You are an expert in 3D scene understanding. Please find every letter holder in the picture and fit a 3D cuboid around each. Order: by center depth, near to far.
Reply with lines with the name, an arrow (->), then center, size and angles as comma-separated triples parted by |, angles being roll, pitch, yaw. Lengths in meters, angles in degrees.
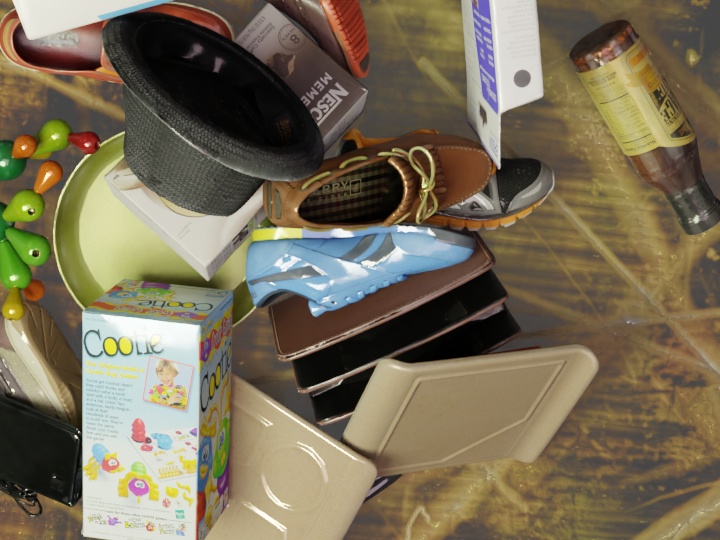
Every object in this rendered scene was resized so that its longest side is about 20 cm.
letter holder -> 0.033, 0.054, 1.361 | 0.200, 0.142, 0.101 | -25, 108, 1

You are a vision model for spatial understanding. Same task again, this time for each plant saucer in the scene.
plant saucer -> -0.167, -0.033, 1.372 | 0.199, 0.031, 0.201 | -2, 106, -7

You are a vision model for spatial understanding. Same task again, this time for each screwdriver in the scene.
screwdriver -> -0.048, 0.235, 1.459 | 0.200, 0.029, 0.028 | -34, 106, -2

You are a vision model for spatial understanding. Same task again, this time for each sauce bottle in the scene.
sauce bottle -> 0.257, -0.123, 1.380 | 0.066, 0.066, 0.200 | -34, 109, 4

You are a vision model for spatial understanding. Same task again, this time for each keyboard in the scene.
keyboard -> -0.324, 0.144, 1.377 | 0.200, 0.040, 0.104 | 20, 115, 18

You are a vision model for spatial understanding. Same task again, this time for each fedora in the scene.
fedora -> -0.127, -0.109, 1.192 | 0.200, 0.201, 0.092 | 27, 116, -13

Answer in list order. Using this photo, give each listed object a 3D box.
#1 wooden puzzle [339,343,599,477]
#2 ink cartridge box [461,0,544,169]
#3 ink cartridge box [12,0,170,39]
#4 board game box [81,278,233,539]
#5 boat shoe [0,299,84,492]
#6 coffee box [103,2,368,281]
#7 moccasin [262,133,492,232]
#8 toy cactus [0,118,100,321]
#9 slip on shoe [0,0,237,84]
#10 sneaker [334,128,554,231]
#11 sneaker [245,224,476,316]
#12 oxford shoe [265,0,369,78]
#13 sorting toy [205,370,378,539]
wooden puzzle -> 0.088, 0.121, 1.382 | 0.199, 0.037, 0.185 | -1, 144, -20
ink cartridge box -> 0.110, -0.200, 1.271 | 0.043, 0.198, 0.201 | -5, 107, -2
ink cartridge box -> -0.218, -0.289, 1.219 | 0.128, 0.200, 0.125 | -16, 123, -1
board game box -> -0.172, 0.120, 1.334 | 0.105, 0.103, 0.201 | 6, 107, 10
boat shoe -> -0.274, 0.119, 1.387 | 0.065, 0.072, 0.200 | -15, 117, 20
coffee box -> -0.100, -0.105, 1.296 | 0.113, 0.080, 0.200 | 42, 82, 3
moccasin -> 0.023, -0.069, 1.259 | 0.201, 0.078, 0.074 | -5, 109, -31
toy cactus -> -0.317, -0.054, 1.317 | 0.165, 0.102, 0.200 | 30, 94, 18
slip on shoe -> -0.202, -0.189, 1.310 | 0.199, 0.061, 0.074 | 2, 104, -8
sneaker -> 0.070, -0.084, 1.354 | 0.199, 0.078, 0.077 | -3, 121, -5
sneaker -> 0.000, 0.000, 1.324 | 0.200, 0.066, 0.079 | -2, 84, 14
oxford shoe -> -0.058, -0.244, 1.316 | 0.072, 0.071, 0.200 | -24, 104, 22
sorting toy -> -0.104, 0.194, 1.411 | 0.200, 0.036, 0.185 | 30, 111, 7
